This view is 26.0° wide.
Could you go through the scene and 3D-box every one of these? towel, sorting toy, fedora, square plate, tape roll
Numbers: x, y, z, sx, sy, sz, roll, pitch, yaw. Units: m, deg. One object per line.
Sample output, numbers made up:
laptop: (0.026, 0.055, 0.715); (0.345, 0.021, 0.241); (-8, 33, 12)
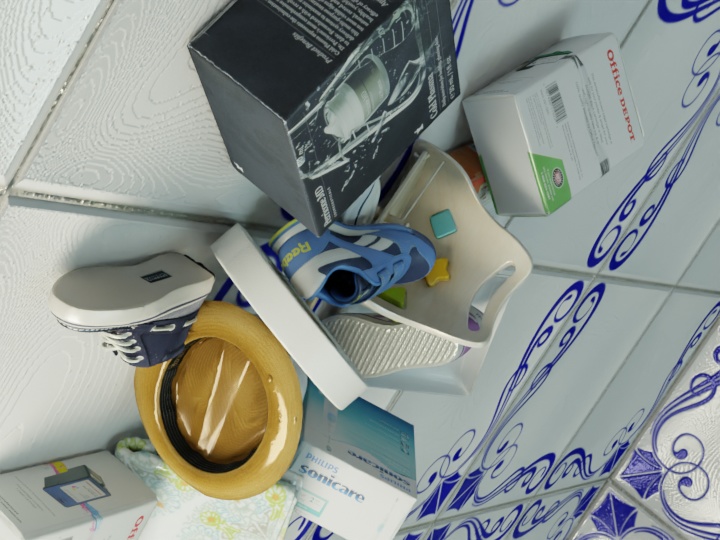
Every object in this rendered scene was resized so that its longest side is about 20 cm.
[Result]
towel: (-0.170, 0.255, 1.626); (0.048, 0.198, 0.172); (-89, -166, -53)
sorting toy: (0.084, -0.005, 1.679); (0.201, 0.179, 0.107); (-55, 165, -21)
fedora: (-0.123, 0.118, 1.501); (0.082, 0.200, 0.202); (-28, 148, -58)
square plate: (0.062, 0.063, 1.833); (0.198, 0.029, 0.199); (7, 129, -14)
tape roll: (-0.067, 0.043, 1.471); (0.037, 0.203, 0.203); (-39, 156, -1)

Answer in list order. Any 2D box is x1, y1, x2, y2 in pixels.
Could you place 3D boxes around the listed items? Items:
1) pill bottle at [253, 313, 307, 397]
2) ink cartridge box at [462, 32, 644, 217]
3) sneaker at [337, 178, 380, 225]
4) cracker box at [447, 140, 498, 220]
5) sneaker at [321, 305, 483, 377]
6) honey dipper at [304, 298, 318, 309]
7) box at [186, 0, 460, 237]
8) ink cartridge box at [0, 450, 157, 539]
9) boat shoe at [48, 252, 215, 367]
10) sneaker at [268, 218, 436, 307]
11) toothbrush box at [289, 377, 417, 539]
pill bottle: (-0.118, 0.141, 1.628); (0.110, 0.110, 0.201); (-31, 149, -41)
ink cartridge box: (0.225, -0.169, 1.789); (0.199, 0.084, 0.148); (-33, 113, -39)
sneaker: (-0.012, -0.095, 1.562); (0.071, 0.073, 0.201); (-48, 167, -36)
cracker box: (0.102, -0.050, 1.842); (0.133, 0.058, 0.201); (-28, 146, -42)
sneaker: (0.051, 0.074, 1.775); (0.114, 0.199, 0.074); (-26, 112, -56)
honey dipper: (-0.065, 0.054, 1.703); (0.201, 0.038, 0.038); (-60, 156, 12)
box: (-0.024, -0.173, 1.346); (0.197, 0.124, 0.200); (-44, 156, -14)
ink cartridge box: (-0.304, 0.265, 1.484); (0.199, 0.087, 0.146); (-5, 129, -58)
boat shoe: (-0.206, 0.048, 1.372); (0.199, 0.074, 0.094); (-13, 129, -57)
sneaker: (0.000, 0.000, 1.548); (0.198, 0.083, 0.074); (3, 141, -40)
toothbrush box: (-0.017, 0.217, 1.782); (0.086, 0.145, 0.200); (-60, -171, 15)
